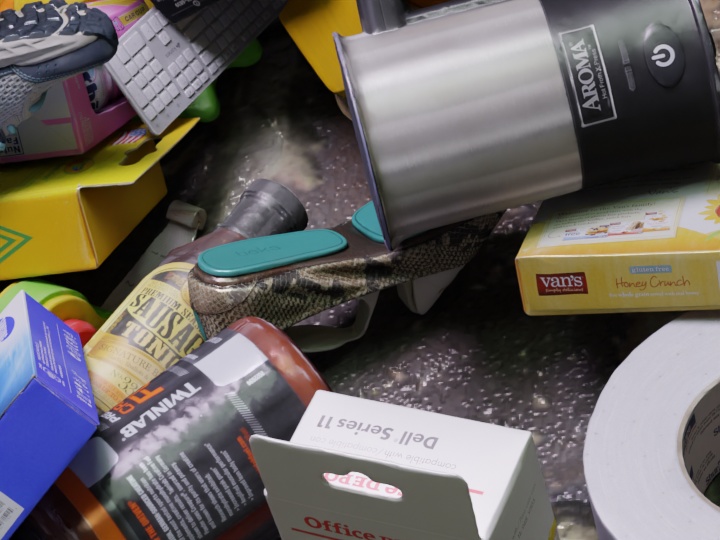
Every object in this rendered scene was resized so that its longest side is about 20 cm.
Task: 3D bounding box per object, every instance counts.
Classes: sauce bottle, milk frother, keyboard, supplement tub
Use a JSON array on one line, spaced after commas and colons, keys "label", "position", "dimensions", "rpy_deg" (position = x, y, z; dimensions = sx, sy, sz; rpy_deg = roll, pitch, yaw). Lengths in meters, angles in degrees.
[{"label": "sauce bottle", "position": [-0.102, 0.028, 1.451], "dimensions": [0.066, 0.066, 0.200], "rpy_deg": [19, 57, 30]}, {"label": "milk frother", "position": [0.084, -0.107, 1.413], "dimensions": [0.187, 0.200, 0.182], "rpy_deg": [-13, 72, 0]}, {"label": "keyboard", "position": [-0.088, -0.152, 1.552], "dimensions": [0.011, 0.056, 0.200], "rpy_deg": [-15, 24, 39]}, {"label": "supplement tub", "position": [-0.104, 0.118, 1.338], "dimensions": [0.200, 0.107, 0.107], "rpy_deg": [-35, 48, -17]}]

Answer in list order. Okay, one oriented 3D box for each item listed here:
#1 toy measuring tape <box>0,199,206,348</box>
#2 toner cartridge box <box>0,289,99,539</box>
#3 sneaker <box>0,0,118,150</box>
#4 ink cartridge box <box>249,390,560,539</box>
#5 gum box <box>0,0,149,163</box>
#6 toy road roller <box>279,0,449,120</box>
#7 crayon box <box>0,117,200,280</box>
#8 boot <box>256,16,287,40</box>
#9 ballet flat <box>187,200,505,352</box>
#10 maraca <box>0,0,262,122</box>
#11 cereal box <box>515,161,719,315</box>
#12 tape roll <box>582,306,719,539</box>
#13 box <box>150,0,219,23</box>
[{"label": "toy measuring tape", "position": [-0.159, 0.014, 1.478], "dimensions": [0.073, 0.074, 0.200], "rpy_deg": [20, 56, 31]}, {"label": "toner cartridge box", "position": [-0.182, 0.078, 1.326], "dimensions": [0.095, 0.043, 0.200], "rpy_deg": [-50, 14, 2]}, {"label": "sneaker", "position": [-0.218, -0.086, 1.437], "dimensions": [0.199, 0.087, 0.078], "rpy_deg": [-19, 18, 14]}, {"label": "ink cartridge box", "position": [0.029, 0.126, 1.224], "dimensions": [0.116, 0.201, 0.068], "rpy_deg": [10, 51, 24]}, {"label": "gum box", "position": [-0.221, -0.108, 1.539], "dimensions": [0.199, 0.067, 0.114], "rpy_deg": [-5, 19, 24]}, {"label": "toy road roller", "position": [0.034, -0.177, 1.522], "dimensions": [0.146, 0.122, 0.200], "rpy_deg": [-51, 44, 22]}, {"label": "crayon box", "position": [-0.197, -0.037, 1.505], "dimensions": [0.199, 0.051, 0.127], "rpy_deg": [-7, 19, 19]}, {"label": "boot", "position": [-0.077, -0.250, 1.657], "dimensions": [0.069, 0.132, 0.201], "rpy_deg": [-10, 46, 6]}, {"label": "ballet flat", "position": [0.000, 0.000, 1.438], "dimensions": [0.199, 0.076, 0.068], "rpy_deg": [-20, 27, -18]}, {"label": "maraca", "position": [-0.153, -0.161, 1.618], "dimensions": [0.199, 0.107, 0.137], "rpy_deg": [32, 82, 22]}, {"label": "cereal box", "position": [0.175, -0.041, 1.402], "dimensions": [0.143, 0.040, 0.200], "rpy_deg": [-2, 27, 20]}, {"label": "tape roll", "position": [0.212, 0.103, 1.287], "dimensions": [0.199, 0.066, 0.201], "rpy_deg": [-9, 46, 10]}, {"label": "box", "position": [-0.072, -0.262, 1.515], "dimensions": [0.122, 0.106, 0.201], "rpy_deg": [-19, 37, 43]}]
